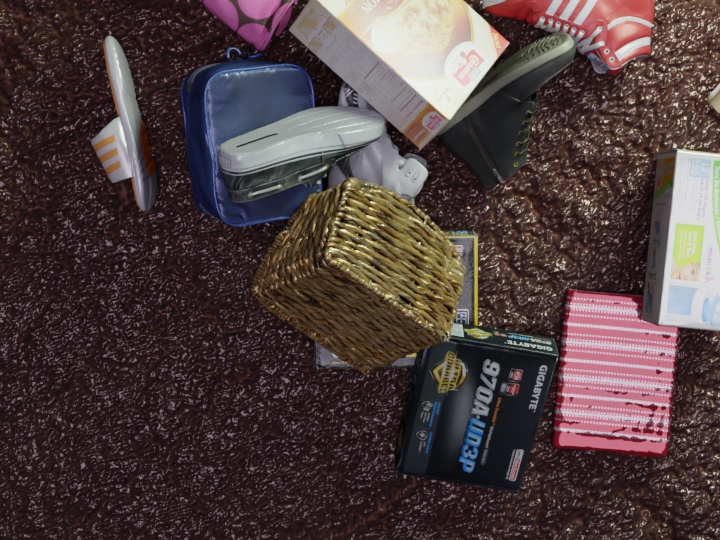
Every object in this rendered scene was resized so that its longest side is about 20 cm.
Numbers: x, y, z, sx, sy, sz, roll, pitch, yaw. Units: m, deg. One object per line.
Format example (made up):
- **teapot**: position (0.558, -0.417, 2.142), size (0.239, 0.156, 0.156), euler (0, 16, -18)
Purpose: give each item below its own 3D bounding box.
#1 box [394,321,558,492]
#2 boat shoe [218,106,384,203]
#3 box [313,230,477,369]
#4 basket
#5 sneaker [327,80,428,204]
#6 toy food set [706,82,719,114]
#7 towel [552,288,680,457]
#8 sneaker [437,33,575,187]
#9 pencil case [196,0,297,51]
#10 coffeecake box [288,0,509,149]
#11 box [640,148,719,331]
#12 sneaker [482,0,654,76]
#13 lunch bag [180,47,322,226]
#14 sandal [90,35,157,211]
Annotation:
- **box**: position (0.135, 0.162, 1.552), size (0.157, 0.046, 0.201), euler (10, 117, -4)
- **boat shoe**: position (-0.065, -0.127, 1.423), size (0.199, 0.072, 0.071), euler (-17, 126, -23)
- **box**: position (0.041, 0.035, 1.565), size (0.198, 0.049, 0.161), euler (0, 101, 1)
- **basket**: position (0.000, 0.000, 1.470), size (0.199, 0.144, 0.149), euler (34, 142, -27)
- **sneaker**: position (0.026, -0.154, 1.522), size (0.114, 0.075, 0.202), euler (8, 105, -1)
- **toy food set**: position (0.522, -0.192, 1.509), size (0.200, 0.060, 0.144), euler (40, 98, -6)
- **towel**: position (0.312, 0.127, 1.587), size (0.143, 0.022, 0.202), euler (5, 98, 3)
- **sneaker**: position (0.187, -0.184, 1.498), size (0.199, 0.075, 0.106), euler (-33, 105, 34)
- **pencil case**: position (-0.161, -0.346, 1.488), size (0.200, 0.091, 0.094), euler (39, 91, -7)
- **coffeecake box**: position (0.046, -0.263, 1.462), size (0.200, 0.073, 0.154), euler (41, 55, -6)
- **box**: position (0.398, -0.034, 1.506), size (0.111, 0.101, 0.202), euler (5, 92, 1)
- **sneaker**: position (0.242, -0.278, 1.496), size (0.198, 0.071, 0.114), euler (-4, 96, 0)
- **lunch bag**: position (-0.132, -0.155, 1.492), size (0.135, 0.132, 0.202), euler (-7, 99, -22)
- **sandal**: position (-0.288, -0.168, 1.528), size (0.059, 0.079, 0.209), euler (-13, 90, 5)
